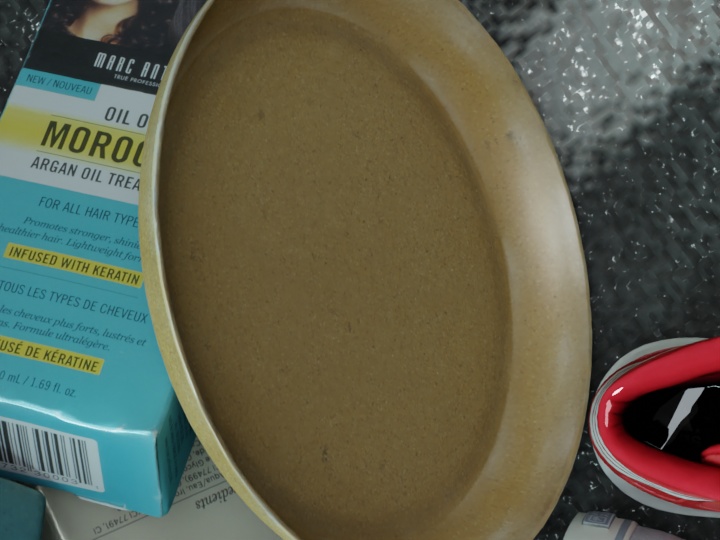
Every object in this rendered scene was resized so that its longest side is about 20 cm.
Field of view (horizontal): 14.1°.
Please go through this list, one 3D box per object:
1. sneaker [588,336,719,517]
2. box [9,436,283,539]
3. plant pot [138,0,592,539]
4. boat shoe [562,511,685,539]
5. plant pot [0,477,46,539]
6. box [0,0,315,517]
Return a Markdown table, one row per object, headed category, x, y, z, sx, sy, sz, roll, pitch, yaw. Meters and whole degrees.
| category | x | y | z | sx | sy | sz | roll | pitch | yaw |
| --- | --- | --- | --- | --- | --- | --- | --- | --- | --- |
| sneaker | 0.166 | 0.055 | 0.877 | 0.200 | 0.116 | 0.078 | -3 | 89 | 9 |
| box | -0.052 | 0.121 | 0.921 | 0.082 | 0.068 | 0.200 | -21 | 85 | -28 |
| plant pot | 0.000 | 0.000 | 0.880 | 0.027 | 0.200 | 0.200 | -15 | 87 | 38 |
| boat shoe | 0.075 | 0.179 | 0.914 | 0.071 | 0.070 | 0.201 | 13 | 89 | 12 |
| plant pot | -0.189 | 0.154 | 0.808 | 0.141 | 0.141 | 0.200 | -25 | 54 | 39 |
| box | -0.070 | -0.027 | 0.897 | 0.082 | 0.049 | 0.200 | 12 | 57 | 8 |
